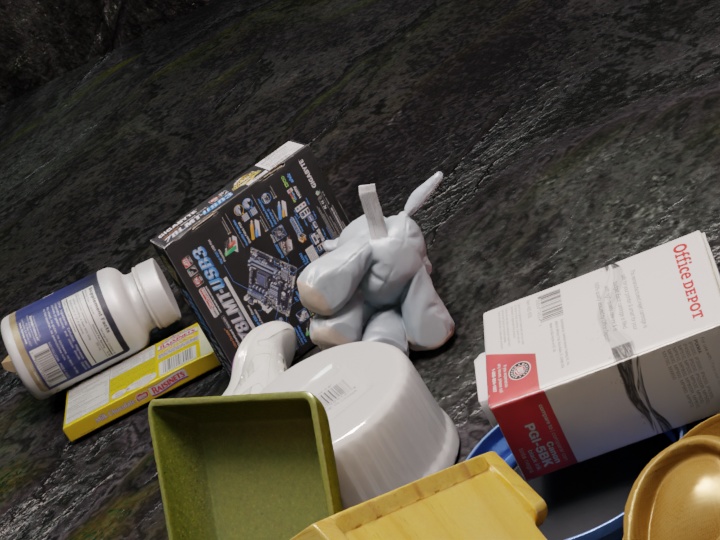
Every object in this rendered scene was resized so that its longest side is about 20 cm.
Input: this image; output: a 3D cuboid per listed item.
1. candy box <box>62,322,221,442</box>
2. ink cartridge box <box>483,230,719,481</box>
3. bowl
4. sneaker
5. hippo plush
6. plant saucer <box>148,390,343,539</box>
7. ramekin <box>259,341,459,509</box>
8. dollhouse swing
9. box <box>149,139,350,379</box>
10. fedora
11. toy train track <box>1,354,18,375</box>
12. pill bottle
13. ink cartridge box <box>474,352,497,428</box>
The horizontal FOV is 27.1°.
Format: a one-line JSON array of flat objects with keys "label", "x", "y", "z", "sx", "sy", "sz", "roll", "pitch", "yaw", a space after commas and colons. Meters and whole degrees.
[{"label": "candy box", "x": -0.255, "y": 0.126, "z": 1.751, "sx": 0.198, "sy": 0.027, "sz": 0.102, "roll": -27, "pitch": 21, "yaw": 4}, {"label": "ink cartridge box", "x": 0.205, "y": 0.067, "z": 1.203, "sx": 0.198, "sy": 0.083, "sz": 0.147, "roll": -21, "pitch": 26, "yaw": 14}, {"label": "bowl", "x": 0.171, "y": 0.165, "z": 1.199, "sx": 0.199, "sy": 0.040, "sz": 0.201, "roll": -24, "pitch": 25, "yaw": 12}, {"label": "sneaker", "x": -0.096, "y": 0.130, "z": 1.539, "sx": 0.098, "sy": 0.076, "sz": 0.201, "roll": 2, "pitch": 39, "yaw": 24}, {"label": "hippo plush", "x": 0.000, "y": 0.000, "z": 1.546, "sx": 0.157, "sy": 0.203, "sz": 0.161, "roll": -10, "pitch": 13, "yaw": -13}, {"label": "plant saucer", "x": -0.082, "y": 0.199, "z": 1.258, "sx": 0.198, "sy": 0.203, "sz": 0.048, "roll": -7, "pitch": 4, "yaw": 40}, {"label": "ramekin", "x": -0.019, "y": 0.153, "z": 1.355, "sx": 0.198, "sy": 0.098, "sz": 0.201, "roll": -23, "pitch": 25, "yaw": 12}, {"label": "dollhouse swing", "x": 0.047, "y": 0.248, "z": 1.061, "sx": 0.199, "sy": 0.177, "sz": 0.182, "roll": -14, "pitch": -21, "yaw": -47}, {"label": "box", "x": -0.097, "y": -0.004, "z": 1.622, "sx": 0.198, "sy": 0.201, "sz": 0.050, "roll": -36, "pitch": 25, "yaw": -16}, {"label": "fedora", "x": 0.227, "y": 0.175, "z": 0.977, "sx": 0.200, "sy": 0.081, "sz": 0.203, "roll": -30, "pitch": 46, "yaw": 36}, {"label": "toy train track", "x": -0.364, "y": 0.109, "z": 1.902, "sx": 0.197, "sy": 0.033, "sz": 0.115, "roll": -12, "pitch": 21, "yaw": 21}, {"label": "pill bottle", "x": -0.322, "y": 0.065, "z": 1.805, "sx": 0.198, "sy": 0.112, "sz": 0.111, "roll": -26, "pitch": 24, "yaw": -2}, {"label": "ink cartridge box", "x": 0.184, "y": 0.057, "z": 1.389, "sx": 0.161, "sy": 0.057, "sz": 0.201, "roll": -23, "pitch": 29, "yaw": 13}]
